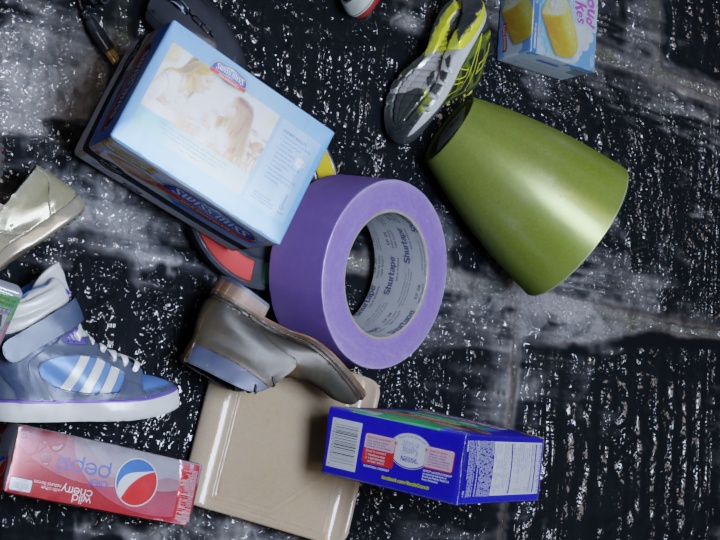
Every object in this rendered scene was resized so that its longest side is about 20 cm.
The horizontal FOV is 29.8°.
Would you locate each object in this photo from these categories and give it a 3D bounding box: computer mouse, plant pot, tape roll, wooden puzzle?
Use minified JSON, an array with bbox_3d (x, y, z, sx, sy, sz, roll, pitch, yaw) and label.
[{"bbox_3d":[-0.196,-0.241,1.389,0.140,0.046,0.201,-44,111,-30],"label":"computer mouse"},{"bbox_3d":[0.178,-0.105,1.590,0.199,0.187,0.189,36,66,-12],"label":"plant pot"},{"bbox_3d":[0.000,0.000,1.462,0.198,0.084,0.204,-11,105,-45],"label":"tape roll"},{"bbox_3d":[-0.084,0.180,1.448,0.198,0.037,0.188,21,73,-28],"label":"wooden puzzle"}]

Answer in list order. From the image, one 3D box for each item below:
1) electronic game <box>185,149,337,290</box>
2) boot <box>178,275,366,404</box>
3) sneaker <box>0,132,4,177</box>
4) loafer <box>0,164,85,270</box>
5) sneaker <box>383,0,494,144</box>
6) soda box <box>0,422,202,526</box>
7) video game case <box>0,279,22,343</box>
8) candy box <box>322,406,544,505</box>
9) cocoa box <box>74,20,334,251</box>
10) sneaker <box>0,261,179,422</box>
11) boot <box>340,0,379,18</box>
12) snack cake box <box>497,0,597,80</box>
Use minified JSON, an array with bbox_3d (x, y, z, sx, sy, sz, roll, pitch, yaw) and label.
[{"bbox_3d":[-0.103,-0.080,1.447,0.198,0.041,0.204,3,85,-36],"label":"electronic game"},{"bbox_3d":[-0.092,0.102,1.395,0.199,0.075,0.098,37,73,-11],"label":"boot"},{"bbox_3d":[-0.401,-0.155,1.226,0.095,0.079,0.202,-36,99,-22],"label":"sneaker"},{"bbox_3d":[-0.349,-0.028,1.247,0.199,0.075,0.069,-38,98,-29],"label":"loafer"},{"bbox_3d":[0.102,-0.222,1.589,0.201,0.074,0.085,-57,138,-13],"label":"sneaker"},{"bbox_3d":[-0.256,0.196,1.296,0.198,0.070,0.064,19,75,-33],"label":"soda box"},{"bbox_3d":[-0.418,0.068,1.168,0.198,0.022,0.184,20,102,-33],"label":"video game case"},{"bbox_3d":[0.082,0.195,1.443,0.199,0.167,0.078,15,85,-58],"label":"candy box"},{"bbox_3d":[-0.152,-0.126,1.324,0.199,0.131,0.135,33,74,-23],"label":"cocoa box"},{"bbox_3d":[-0.264,0.067,1.293,0.197,0.080,0.149,1,90,-30],"label":"sneaker"},{"bbox_3d":[0.066,-0.339,1.576,0.144,0.072,0.202,44,60,-27],"label":"boot"},{"bbox_3d":[0.239,-0.354,1.704,0.114,0.067,0.204,9,81,-34],"label":"snack cake box"}]
